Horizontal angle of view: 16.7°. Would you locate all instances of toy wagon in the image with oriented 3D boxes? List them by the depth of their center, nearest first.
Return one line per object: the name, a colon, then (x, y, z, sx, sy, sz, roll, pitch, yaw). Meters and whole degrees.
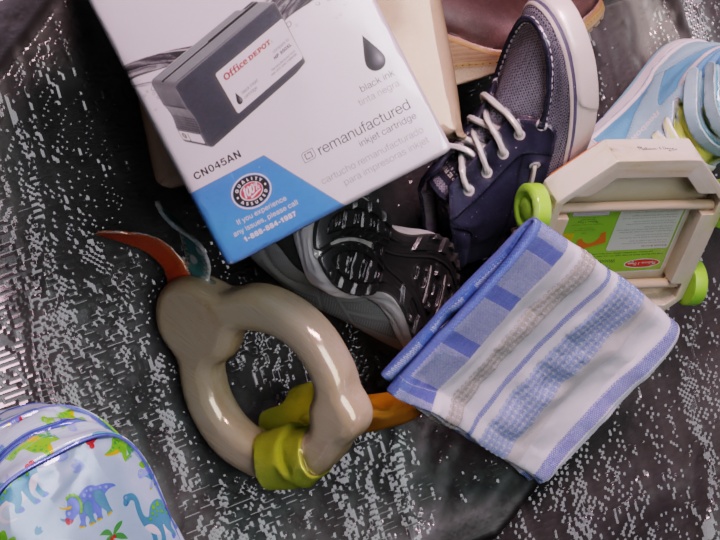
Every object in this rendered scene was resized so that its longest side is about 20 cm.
toy wagon: (0.156, -0.001, 1.592, 0.155, 0.040, 0.200, -2, 133, -24)

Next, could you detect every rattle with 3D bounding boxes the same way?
rattle: (-0.054, 0.027, 1.521, 0.143, 0.130, 0.200, -33, 76, -35)

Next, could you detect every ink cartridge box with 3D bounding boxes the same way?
ink cartridge box: (-0.058, -0.125, 1.386, 0.145, 0.084, 0.200, -28, 95, 1)

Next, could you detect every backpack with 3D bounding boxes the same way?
backpack: (-0.170, 0.172, 1.427, 0.163, 0.154, 0.200, -23, 86, -19)

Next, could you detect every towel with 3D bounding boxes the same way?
towel: (0.113, 0.055, 1.553, 0.147, 0.024, 0.200, -47, 141, 8)

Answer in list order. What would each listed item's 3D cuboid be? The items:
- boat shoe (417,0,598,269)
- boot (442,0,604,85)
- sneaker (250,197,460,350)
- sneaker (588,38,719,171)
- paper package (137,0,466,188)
boat shoe: (0.090, -0.082, 1.547, 0.093, 0.075, 0.200, -20, 136, -22)
boot: (0.055, -0.204, 1.579, 0.200, 0.072, 0.167, -21, 100, -22)
sneaker: (0.000, 0.000, 1.528, 0.200, 0.079, 0.074, 35, 66, -53)
sneaker: (0.208, -0.078, 1.621, 0.080, 0.131, 0.200, 40, 73, -21)
paper package: (-0.049, -0.162, 1.478, 0.190, 0.103, 0.200, -11, 95, -4)
